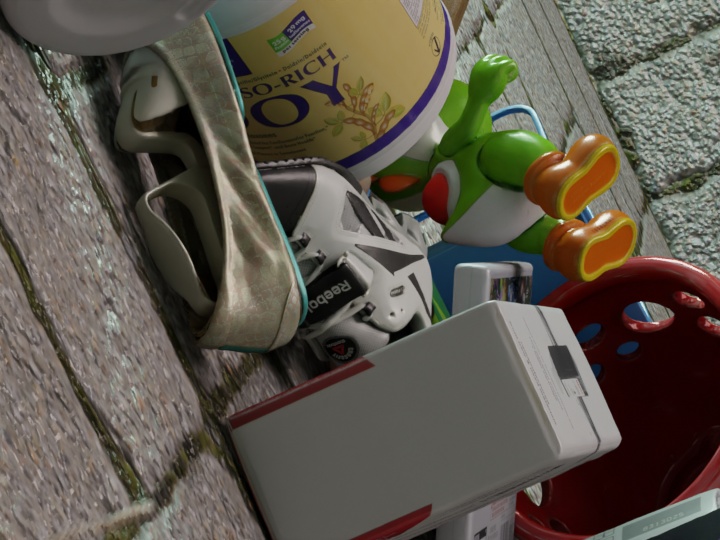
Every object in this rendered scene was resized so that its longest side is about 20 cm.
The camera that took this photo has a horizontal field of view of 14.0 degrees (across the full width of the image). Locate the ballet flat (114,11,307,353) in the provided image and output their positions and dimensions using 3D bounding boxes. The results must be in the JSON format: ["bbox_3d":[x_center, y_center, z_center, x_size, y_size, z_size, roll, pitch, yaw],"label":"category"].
[{"bbox_3d":[-0.082,-0.053,1.393,0.062,0.067,0.200,-9,66,-32],"label":"ballet flat"}]

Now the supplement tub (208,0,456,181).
[{"bbox_3d":[-0.049,-0.150,1.535,0.200,0.145,0.145,53,17,-47],"label":"supplement tub"}]

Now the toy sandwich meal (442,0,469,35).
[{"bbox_3d":[0.035,-0.184,1.845,0.070,0.205,0.205,21,14,2],"label":"toy sandwich meal"}]

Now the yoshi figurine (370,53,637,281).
[{"bbox_3d":[0.076,-0.068,1.725,0.200,0.112,0.112,22,3,39],"label":"yoshi figurine"}]

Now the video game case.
[{"bbox_3d":[0.070,0.086,1.667,0.200,0.023,0.182,-3,97,-80],"label":"video game case"}]

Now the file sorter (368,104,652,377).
[{"bbox_3d":[0.105,0.012,1.936,0.200,0.139,0.123,58,11,-36],"label":"file sorter"}]

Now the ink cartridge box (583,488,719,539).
[{"bbox_3d":[0.178,0.244,1.713,0.200,0.162,0.050,63,14,-17],"label":"ink cartridge box"}]

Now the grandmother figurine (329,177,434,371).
[{"bbox_3d":[0.000,0.000,1.645,0.121,0.061,0.200,35,33,-50],"label":"grandmother figurine"}]

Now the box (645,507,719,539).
[{"bbox_3d":[0.165,0.222,1.603,0.106,0.200,0.122,61,12,-22],"label":"box"}]

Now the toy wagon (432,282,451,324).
[{"bbox_3d":[0.017,0.017,1.761,0.200,0.040,0.155,64,11,-11],"label":"toy wagon"}]

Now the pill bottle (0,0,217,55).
[{"bbox_3d":[-0.134,-0.208,1.353,0.111,0.111,0.200,46,22,-60],"label":"pill bottle"}]

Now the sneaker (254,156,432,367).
[{"bbox_3d":[-0.016,0.002,1.502,0.200,0.074,0.089,22,48,-53],"label":"sneaker"}]

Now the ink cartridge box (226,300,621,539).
[{"bbox_3d":[0.036,0.080,1.446,0.084,0.144,0.200,67,11,8],"label":"ink cartridge box"}]

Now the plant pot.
[{"bbox_3d":[0.196,0.118,1.828,0.182,0.200,0.200,42,25,-45],"label":"plant pot"}]
